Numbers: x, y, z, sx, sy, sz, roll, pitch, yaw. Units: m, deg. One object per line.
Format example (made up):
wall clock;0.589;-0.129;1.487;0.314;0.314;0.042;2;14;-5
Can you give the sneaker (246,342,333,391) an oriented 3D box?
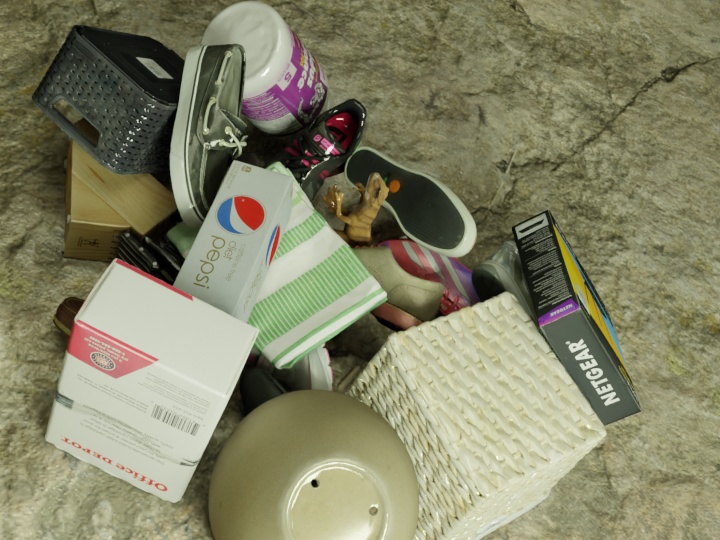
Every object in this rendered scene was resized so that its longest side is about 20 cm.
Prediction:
sneaker;-0.109;0.075;1.080;0.088;0.082;0.200;-30;65;-33

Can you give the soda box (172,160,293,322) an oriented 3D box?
soda box;-0.127;-0.010;1.001;0.067;0.064;0.202;15;55;6

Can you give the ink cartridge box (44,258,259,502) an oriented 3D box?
ink cartridge box;-0.194;0.107;0.929;0.143;0.201;0.085;26;46;-3

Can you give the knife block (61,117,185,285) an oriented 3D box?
knife block;-0.237;-0.064;1.127;0.173;0.064;0.202;6;53;-22

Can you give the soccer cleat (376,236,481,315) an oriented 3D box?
soccer cleat;0.104;0.026;1.221;0.198;0.067;0.077;25;53;-9

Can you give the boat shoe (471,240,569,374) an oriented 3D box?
boat shoe;0.202;0.063;1.184;0.065;0.074;0.203;-41;107;-26

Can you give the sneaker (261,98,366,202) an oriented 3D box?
sneaker;-0.060;-0.127;1.163;0.076;0.084;0.201;36;63;-2

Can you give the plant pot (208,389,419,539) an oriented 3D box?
plant pot;-0.032;0.207;0.897;0.197;0.134;0.204;1;83;-12

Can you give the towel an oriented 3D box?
towel;-0.086;-0.008;1.063;0.152;0.023;0.201;-33;69;-19

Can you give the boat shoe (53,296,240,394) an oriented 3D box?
boat shoe;-0.207;0.061;1.022;0.197;0.069;0.072;19;11;1

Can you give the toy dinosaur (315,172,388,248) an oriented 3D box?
toy dinosaur;-0.007;-0.036;1.150;0.106;0.201;0.060;35;63;20

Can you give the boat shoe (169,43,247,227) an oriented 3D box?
boat shoe;-0.153;-0.145;1.062;0.063;0.071;0.204;-3;75;18

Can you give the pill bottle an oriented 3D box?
pill bottle;-0.102;-0.226;1.221;0.110;0.200;0.114;-5;73;18

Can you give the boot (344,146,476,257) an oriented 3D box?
boot;0.088;-0.074;1.234;0.200;0.073;0.144;40;12;35

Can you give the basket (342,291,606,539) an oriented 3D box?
basket;0.110;0.160;1.058;0.196;0.161;0.202;-17;65;-34

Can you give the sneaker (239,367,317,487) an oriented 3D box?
sneaker;-0.093;0.191;0.994;0.087;0.074;0.202;-13;66;-27

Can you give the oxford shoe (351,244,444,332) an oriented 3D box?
oxford shoe;0.000;0.000;1.117;0.198;0.070;0.075;31;83;10

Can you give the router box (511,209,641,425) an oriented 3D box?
router box;0.238;0.054;1.119;0.200;0.051;0.151;51;23;-40

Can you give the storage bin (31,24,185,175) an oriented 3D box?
storage bin;-0.248;-0.188;1.135;0.135;0.094;0.200;41;16;8

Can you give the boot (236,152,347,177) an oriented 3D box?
boot;-0.059;-0.057;1.204;0.186;0.069;0.202;-11;63;-35
